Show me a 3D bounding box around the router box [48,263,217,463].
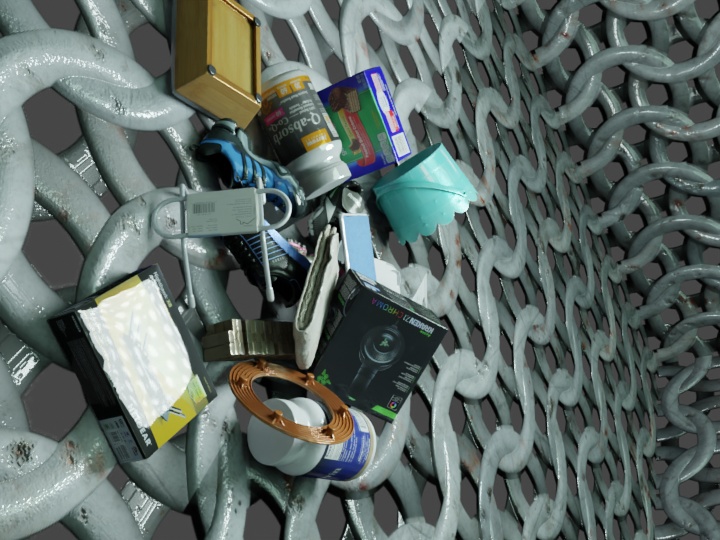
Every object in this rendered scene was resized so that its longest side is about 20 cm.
[{"bbox_3d":[-0.280,0.114,1.007,0.157,0.052,0.202,-42,113,-57],"label":"router box"}]

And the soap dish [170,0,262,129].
[{"bbox_3d":[-0.227,-0.349,1.278,0.157,0.080,0.203,24,58,-53],"label":"soap dish"}]

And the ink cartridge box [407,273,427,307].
[{"bbox_3d":[0.078,0.124,1.522,0.201,0.056,0.164,-66,159,-45],"label":"ink cartridge box"}]

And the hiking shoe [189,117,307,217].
[{"bbox_3d":[-0.176,-0.144,1.263,0.200,0.074,0.087,41,55,-8],"label":"hiking shoe"}]

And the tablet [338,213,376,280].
[{"bbox_3d":[0.000,0.000,1.400,0.130,0.013,0.203,-10,93,-68],"label":"tablet"}]

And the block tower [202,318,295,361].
[{"bbox_3d":[-0.153,0.108,1.218,0.199,0.057,0.055,10,69,-59],"label":"block tower"}]

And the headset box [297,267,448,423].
[{"bbox_3d":[0.013,0.130,1.306,0.173,0.201,0.093,28,10,-21],"label":"headset box"}]

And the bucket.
[{"bbox_3d":[0.130,-0.164,1.679,0.135,0.206,0.207,56,34,-11],"label":"bucket"}]

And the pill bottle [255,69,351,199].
[{"bbox_3d":[-0.101,-0.232,1.374,0.202,0.116,0.116,63,31,0],"label":"pill bottle"}]

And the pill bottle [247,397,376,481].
[{"bbox_3d":[-0.073,0.258,1.222,0.199,0.115,0.117,26,55,-50],"label":"pill bottle"}]

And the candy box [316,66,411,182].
[{"bbox_3d":[-0.030,-0.251,1.444,0.077,0.198,0.171,-33,104,-57],"label":"candy box"}]

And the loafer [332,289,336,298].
[{"bbox_3d":[-0.017,0.102,1.426,0.068,0.075,0.202,40,48,-52],"label":"loafer"}]

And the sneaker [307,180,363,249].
[{"bbox_3d":[-0.039,-0.105,1.444,0.067,0.090,0.201,47,31,-22],"label":"sneaker"}]

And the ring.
[{"bbox_3d":[-0.096,0.183,1.149,0.200,0.200,0.019,2,118,-59],"label":"ring"}]

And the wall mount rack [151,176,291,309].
[{"bbox_3d":[-0.193,-0.043,1.142,0.075,0.197,0.176,92,-8,-71],"label":"wall mount rack"}]

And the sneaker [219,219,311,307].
[{"bbox_3d":[-0.160,-0.025,1.216,0.199,0.070,0.078,37,47,-14],"label":"sneaker"}]

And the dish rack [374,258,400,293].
[{"bbox_3d":[0.040,0.067,1.572,0.171,0.043,0.203,17,62,-55],"label":"dish rack"}]

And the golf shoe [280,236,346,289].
[{"bbox_3d":[-0.094,0.010,1.357,0.199,0.072,0.093,21,75,-46],"label":"golf shoe"}]

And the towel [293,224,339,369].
[{"bbox_3d":[-0.065,0.041,1.237,0.133,0.034,0.202,91,11,-57],"label":"towel"}]

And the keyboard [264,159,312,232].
[{"bbox_3d":[-0.152,-0.132,1.366,0.200,0.020,0.128,-38,110,-59],"label":"keyboard"}]
